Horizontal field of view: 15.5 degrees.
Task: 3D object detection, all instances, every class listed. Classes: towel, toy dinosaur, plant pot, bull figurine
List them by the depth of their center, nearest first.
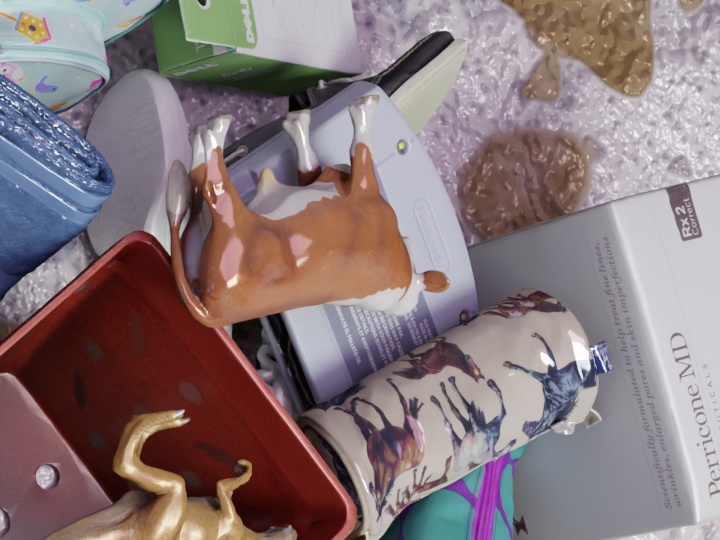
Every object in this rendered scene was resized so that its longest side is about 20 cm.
[{"bbox_3d":[-0.108,0.126,1.315,0.199,0.060,0.107,-1,82,-31],"label":"toy dinosaur"},{"bbox_3d":[-0.230,-0.020,1.408,0.112,0.200,0.049,37,29,-26],"label":"towel"},{"bbox_3d":[-0.028,-0.027,1.418,0.200,0.065,0.122,-11,91,-52],"label":"bull figurine"},{"bbox_3d":[-0.161,0.126,1.422,0.200,0.176,0.200,-43,103,-30],"label":"plant pot"}]

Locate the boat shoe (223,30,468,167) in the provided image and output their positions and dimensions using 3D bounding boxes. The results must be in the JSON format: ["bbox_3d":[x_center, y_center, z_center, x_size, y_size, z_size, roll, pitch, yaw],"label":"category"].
[{"bbox_3d":[-0.009,-0.093,1.577,0.068,0.072,0.200,40,56,16],"label":"boat shoe"}]

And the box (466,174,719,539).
[{"bbox_3d":[0.167,0.059,1.626,0.130,0.200,0.200,-14,87,-34],"label":"box"}]

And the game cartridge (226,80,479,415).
[{"bbox_3d":[0.000,0.000,1.521,0.133,0.041,0.201,-33,119,-24],"label":"game cartridge"}]

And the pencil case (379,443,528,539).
[{"bbox_3d":[0.052,0.158,1.543,0.085,0.092,0.200,33,38,-22],"label":"pencil case"}]

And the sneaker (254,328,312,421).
[{"bbox_3d":[-0.016,0.040,1.577,0.081,0.075,0.201,12,72,6],"label":"sneaker"}]

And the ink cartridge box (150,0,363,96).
[{"bbox_3d":[-0.079,-0.167,1.556,0.200,0.059,0.104,3,76,-60],"label":"ink cartridge box"}]

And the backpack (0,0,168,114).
[{"bbox_3d":[-0.205,-0.158,1.454,0.199,0.176,0.154,-14,84,-31],"label":"backpack"}]

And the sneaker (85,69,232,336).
[{"bbox_3d":[-0.108,-0.017,1.560,0.088,0.075,0.201,-1,82,-48],"label":"sneaker"}]

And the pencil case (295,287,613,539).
[{"bbox_3d":[0.049,0.085,1.502,0.200,0.078,0.090,-27,77,-32],"label":"pencil case"}]
